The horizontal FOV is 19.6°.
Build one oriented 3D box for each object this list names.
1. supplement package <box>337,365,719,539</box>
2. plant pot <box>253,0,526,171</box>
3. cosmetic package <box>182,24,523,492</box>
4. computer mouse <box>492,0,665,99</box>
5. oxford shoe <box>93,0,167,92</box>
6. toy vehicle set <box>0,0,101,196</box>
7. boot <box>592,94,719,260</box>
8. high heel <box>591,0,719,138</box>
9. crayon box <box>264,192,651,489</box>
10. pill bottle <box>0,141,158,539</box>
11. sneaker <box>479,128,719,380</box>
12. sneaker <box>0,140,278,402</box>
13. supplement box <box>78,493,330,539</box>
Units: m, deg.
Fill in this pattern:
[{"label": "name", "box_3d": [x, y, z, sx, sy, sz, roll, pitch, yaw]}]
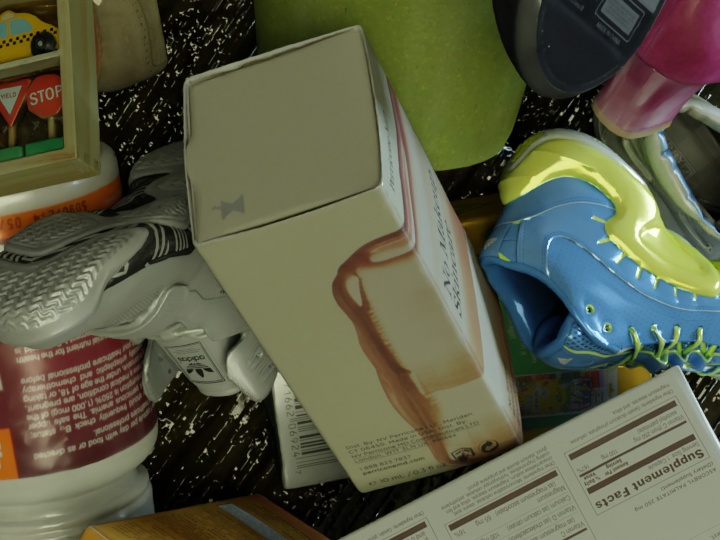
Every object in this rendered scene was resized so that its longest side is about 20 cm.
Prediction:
[{"label": "supplement package", "box_3d": [0.087, 0.153, 1.006, 0.200, 0.156, 0.111, -26, 75, -2]}, {"label": "plant pot", "box_3d": [0.023, -0.154, 0.973, 0.199, 0.200, 0.190, 0, 117, -10]}, {"label": "cosmetic package", "box_3d": [0.000, 0.000, 0.934, 0.087, 0.104, 0.200, -17, 140, 13]}, {"label": "computer mouse", "box_3d": [0.114, -0.166, 0.880, 0.200, 0.053, 0.138, -57, 140, -3]}, {"label": "oxford shoe", "box_3d": [-0.136, -0.183, 0.997, 0.075, 0.070, 0.201, -13, 104, -39]}, {"label": "toy vehicle set", "box_3d": [-0.216, -0.086, 0.947, 0.199, 0.027, 0.125, -11, 73, 16]}, {"label": "boot", "box_3d": [0.199, -0.018, 1.073, 0.074, 0.096, 0.200, -45, 107, 3]}, {"label": "high heel", "box_3d": [0.188, -0.131, 1.001, 0.067, 0.200, 0.096, 49, 134, 18]}, {"label": "crayon box", "box_3d": [0.046, 0.031, 1.081, 0.199, 0.052, 0.126, -10, 105, -7]}, {"label": "pill bottle", "box_3d": [-0.161, 0.044, 1.014, 0.114, 0.114, 0.201, -9, 105, -8]}, {"label": "sneaker", "box_3d": [0.135, 0.027, 1.016, 0.200, 0.076, 0.105, 39, 62, -7]}, {"label": "sneaker", "box_3d": [-0.091, 0.018, 0.943, 0.075, 0.200, 0.115, -3, 111, 27]}, {"label": "supplement box", "box_3d": [-0.079, 0.156, 1.015, 0.069, 0.200, 0.067, 33, 98, 16]}]
